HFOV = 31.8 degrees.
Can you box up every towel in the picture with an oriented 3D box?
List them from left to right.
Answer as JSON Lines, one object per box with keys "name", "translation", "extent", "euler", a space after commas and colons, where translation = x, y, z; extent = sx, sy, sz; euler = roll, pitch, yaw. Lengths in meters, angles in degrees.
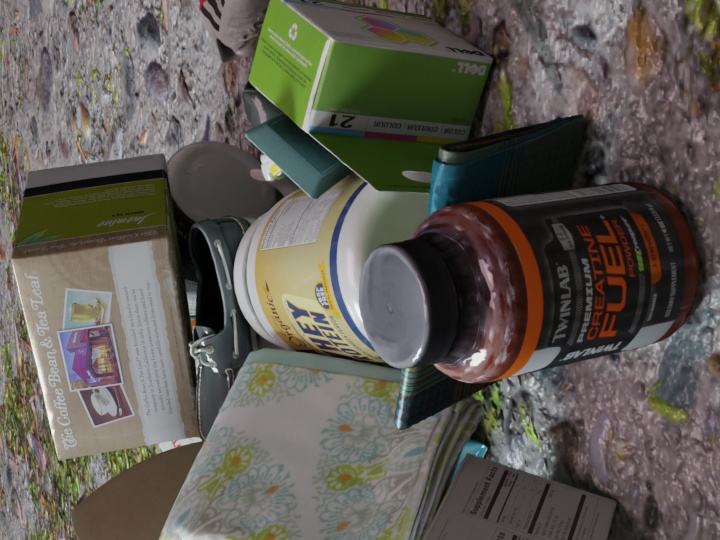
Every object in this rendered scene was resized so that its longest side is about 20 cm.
{"name": "towel", "translation": [-0.028, 0.141, 0.902], "extent": [0.199, 0.172, 0.048], "euler": [6, 139, 26]}
{"name": "towel", "translation": [0.083, -0.001, 0.846], "extent": [0.022, 0.146, 0.201], "euler": [30, 123, 35]}

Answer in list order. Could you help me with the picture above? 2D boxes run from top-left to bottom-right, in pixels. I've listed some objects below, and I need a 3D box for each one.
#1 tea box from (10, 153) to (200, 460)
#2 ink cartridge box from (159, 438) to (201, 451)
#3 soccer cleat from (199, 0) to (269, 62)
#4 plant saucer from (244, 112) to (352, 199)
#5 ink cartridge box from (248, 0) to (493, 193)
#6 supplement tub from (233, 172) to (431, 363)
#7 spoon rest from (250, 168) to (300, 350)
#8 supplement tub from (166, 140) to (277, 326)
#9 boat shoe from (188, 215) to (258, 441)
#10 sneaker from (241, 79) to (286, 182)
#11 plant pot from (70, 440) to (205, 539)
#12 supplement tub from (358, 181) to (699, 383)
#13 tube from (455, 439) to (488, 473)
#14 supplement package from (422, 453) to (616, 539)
{"name": "tea box", "translation": [-0.223, 0.027, 1.134], "extent": [0.197, 0.133, 0.201], "euler": [-108, 11, -61]}
{"name": "ink cartridge box", "translation": [-0.078, 0.141, 1.146], "extent": [0.200, 0.084, 0.145], "euler": [-54, 45, 18]}
{"name": "soccer cleat", "translation": [-0.105, -0.253, 1.222], "extent": [0.200, 0.068, 0.086], "euler": [-3, 101, 64]}
{"name": "plant saucer", "translation": [-0.022, -0.108, 0.976], "extent": [0.070, 0.200, 0.019], "euler": [43, 115, 1]}
{"name": "ink cartridge box", "translation": [0.031, -0.126, 0.908], "extent": [0.200, 0.147, 0.076], "euler": [44, 124, 48]}
{"name": "supplement tub", "translation": [0.000, 0.000, 0.980], "extent": [0.200, 0.144, 0.146], "euler": [-6, 90, 57]}
{"name": "spoon rest", "translation": [-0.074, 0.015, 1.098], "extent": [0.099, 0.060, 0.202], "euler": [11, 95, 47]}
{"name": "supplement tub", "translation": [-0.171, -0.030, 1.314], "extent": [0.200, 0.122, 0.123], "euler": [-55, 49, 50]}
{"name": "boat shoe", "translation": [-0.123, 0.053, 1.058], "extent": [0.073, 0.062, 0.202], "euler": [8, 92, 45]}
{"name": "sneaker", "translation": [-0.056, -0.140, 1.072], "extent": [0.200, 0.074, 0.085], "euler": [-92, -18, -73]}
{"name": "plant pot", "translation": [-0.110, 0.213, 1.005], "extent": [0.200, 0.134, 0.200], "euler": [45, 176, 4]}
{"name": "supplement tub", "translation": [0.099, 0.008, 0.754], "extent": [0.107, 0.199, 0.108], "euler": [21, 116, 54]}
{"name": "tube", "translation": [-0.002, 0.131, 1.013], "extent": [0.051, 0.199, 0.078], "euler": [-64, -6, -49]}
{"name": "supplement package", "translation": [0.085, 0.257, 0.845], "extent": [0.110, 0.156, 0.201], "euler": [16, 116, 13]}
